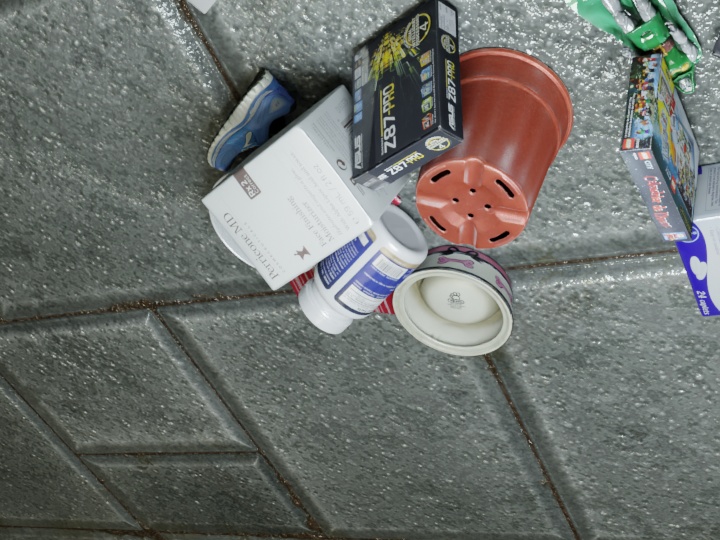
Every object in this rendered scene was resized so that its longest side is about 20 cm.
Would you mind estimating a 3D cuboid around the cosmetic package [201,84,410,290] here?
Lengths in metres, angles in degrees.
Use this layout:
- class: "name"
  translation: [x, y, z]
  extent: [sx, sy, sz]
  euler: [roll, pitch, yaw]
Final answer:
- class: "cosmetic package"
  translation: [-0.072, -0.113, 1.406]
  extent: [0.199, 0.165, 0.165]
  euler: [-33, 102, 33]

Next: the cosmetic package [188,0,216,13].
- class: "cosmetic package"
  translation: [-0.156, -0.424, 1.258]
  extent: [0.085, 0.108, 0.199]
  euler: [38, 139, -18]

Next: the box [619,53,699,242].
- class: "box"
  translation: [0.369, -0.146, 1.258]
  extent: [0.037, 0.138, 0.200]
  euler: [-2, 149, 32]

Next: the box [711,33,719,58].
- class: "box"
  translation: [0.515, -0.286, 1.119]
  extent: [0.197, 0.050, 0.201]
  euler: [28, 141, 13]

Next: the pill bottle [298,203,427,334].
- class: "pill bottle"
  translation: [0.000, 0.000, 1.566]
  extent: [0.115, 0.116, 0.200]
  euler: [36, 119, -16]

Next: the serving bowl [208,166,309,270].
- class: "serving bowl"
  translation: [-0.135, -0.090, 1.606]
  extent: [0.197, 0.066, 0.202]
  euler: [13, 134, 14]

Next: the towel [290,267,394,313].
- class: "towel"
  translation: [-0.027, 0.023, 1.718]
  extent: [0.197, 0.023, 0.145]
  euler: [8, 151, 19]

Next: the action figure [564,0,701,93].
- class: "action figure"
  translation: [0.344, -0.284, 1.226]
  extent: [0.117, 0.055, 0.200]
  euler: [-27, 124, 39]

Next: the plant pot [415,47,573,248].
- class: "plant pot"
  translation: [0.165, -0.148, 1.341]
  extent: [0.198, 0.197, 0.202]
  euler: [12, 139, 11]

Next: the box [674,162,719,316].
- class: "box"
  translation: [0.528, -0.046, 1.355]
  extent: [0.198, 0.106, 0.185]
  euler: [-9, 131, 31]

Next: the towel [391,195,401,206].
- class: "towel"
  translation: [-0.046, -0.114, 1.608]
  extent: [0.144, 0.023, 0.199]
  euler: [42, 134, -19]

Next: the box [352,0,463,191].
- class: "box"
  translation: [0.057, -0.223, 1.308]
  extent: [0.049, 0.203, 0.160]
  euler: [20, 149, -36]

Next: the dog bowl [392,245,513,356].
- class: "dog bowl"
  translation: [0.155, 0.044, 1.647]
  extent: [0.197, 0.074, 0.202]
  euler: [13, 139, 12]

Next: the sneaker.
- class: "sneaker"
  translation: [-0.160, -0.202, 1.521]
  extent: [0.089, 0.079, 0.200]
  euler: [36, 138, -12]
